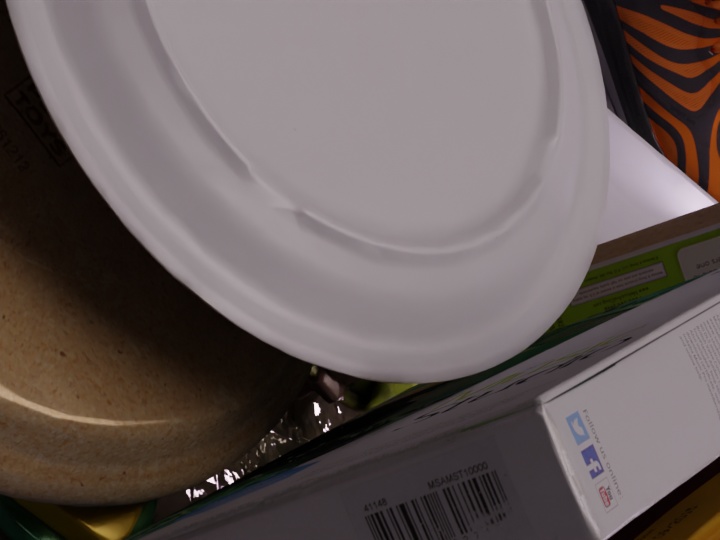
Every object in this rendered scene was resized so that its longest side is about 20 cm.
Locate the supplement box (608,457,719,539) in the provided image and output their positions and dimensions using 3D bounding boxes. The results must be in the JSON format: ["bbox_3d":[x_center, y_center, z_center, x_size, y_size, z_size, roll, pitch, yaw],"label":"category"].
[{"bbox_3d":[0.041,0.167,0.611,0.133,0.199,0.198,-22,93,-60],"label":"supplement box"}]

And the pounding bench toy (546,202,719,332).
[{"bbox_3d":[0.179,0.023,0.855,0.156,0.199,0.125,-17,88,-60],"label":"pounding bench toy"}]

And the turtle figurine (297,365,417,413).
[{"bbox_3d":[0.000,0.000,0.769,0.161,0.064,0.201,38,58,-30],"label":"turtle figurine"}]

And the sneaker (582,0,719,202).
[{"bbox_3d":[0.151,-0.104,1.031,0.200,0.112,0.078,57,33,-25],"label":"sneaker"}]

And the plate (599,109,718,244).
[{"bbox_3d":[0.110,0.043,0.965,0.199,0.032,0.201,34,47,-48],"label":"plate"}]

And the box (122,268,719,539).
[{"bbox_3d":[0.031,0.044,0.610,0.200,0.144,0.036,-20,88,-60],"label":"box"}]

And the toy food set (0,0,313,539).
[{"bbox_3d":[-0.089,-0.032,0.627,0.200,0.049,0.198,42,47,-19],"label":"toy food set"}]

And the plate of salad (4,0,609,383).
[{"bbox_3d":[-0.014,-0.063,0.641,0.200,0.048,0.201,20,58,-34],"label":"plate of salad"}]
